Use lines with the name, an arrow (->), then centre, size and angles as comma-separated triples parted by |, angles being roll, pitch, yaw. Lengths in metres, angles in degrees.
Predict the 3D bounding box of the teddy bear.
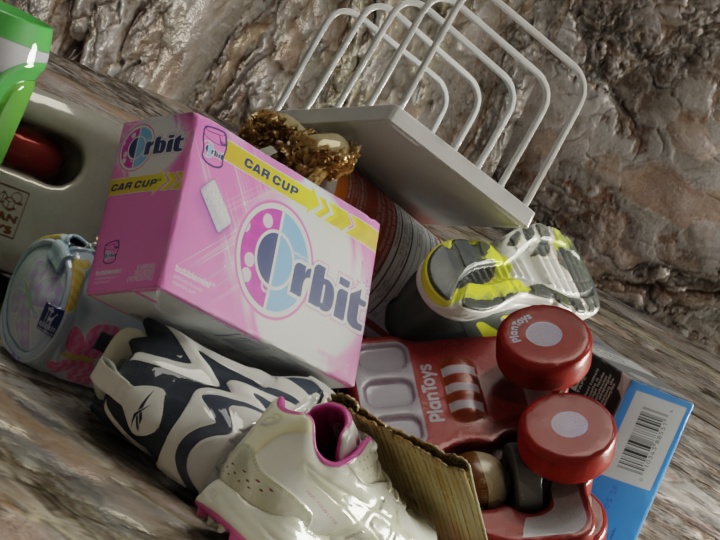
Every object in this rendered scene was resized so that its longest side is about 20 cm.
teddy bear -> -0.089, -0.043, 1.669 | 0.144, 0.067, 0.200 | 12, 43, 29

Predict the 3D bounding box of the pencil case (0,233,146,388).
pencil case -> -0.139, 0.040, 1.586 | 0.199, 0.091, 0.083 | 21, 6, -37

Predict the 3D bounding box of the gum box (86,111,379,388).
gum box -> -0.072, -0.006, 1.517 | 0.066, 0.114, 0.200 | -5, -24, 39

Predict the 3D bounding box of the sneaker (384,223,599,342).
sneaker -> 0.092, 0.016, 1.738 | 0.199, 0.084, 0.075 | 2, 61, -47

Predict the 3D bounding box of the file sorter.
file sorter -> 0.047, -0.120, 1.764 | 0.139, 0.125, 0.200 | 37, -16, -26

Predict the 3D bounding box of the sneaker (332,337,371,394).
sneaker -> 0.028, 0.108, 1.719 | 0.199, 0.081, 0.075 | 27, 9, 14

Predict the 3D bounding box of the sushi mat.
sushi mat -> 0.035, 0.135, 1.451 | 0.095, 0.012, 0.200 | 29, -19, 21

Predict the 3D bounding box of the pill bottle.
pill bottle -> 0.000, 0.000, 1.788 | 0.200, 0.112, 0.112 | 39, -2, -33

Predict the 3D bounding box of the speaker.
speaker -> -0.269, -0.078, 1.544 | 0.088, 0.201, 0.088 | 24, 6, -3

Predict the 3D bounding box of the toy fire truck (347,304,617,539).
toy fire truck -> 0.078, 0.118, 1.613 | 0.167, 0.113, 0.201 | -5, 43, -5

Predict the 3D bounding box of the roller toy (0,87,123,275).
roller toy -> -0.259, -0.061, 1.725 | 0.182, 0.141, 0.200 | 18, -5, 33

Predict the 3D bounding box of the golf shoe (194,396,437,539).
golf shoe -> -0.007, 0.127, 1.379 | 0.075, 0.092, 0.200 | 28, 5, 35

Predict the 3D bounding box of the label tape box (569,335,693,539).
label tape box -> 0.149, 0.123, 1.772 | 0.063, 0.145, 0.200 | 20, 7, -26

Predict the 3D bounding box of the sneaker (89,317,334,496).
sneaker -> -0.100, 0.075, 1.488 | 0.129, 0.080, 0.199 | 36, 19, 15
